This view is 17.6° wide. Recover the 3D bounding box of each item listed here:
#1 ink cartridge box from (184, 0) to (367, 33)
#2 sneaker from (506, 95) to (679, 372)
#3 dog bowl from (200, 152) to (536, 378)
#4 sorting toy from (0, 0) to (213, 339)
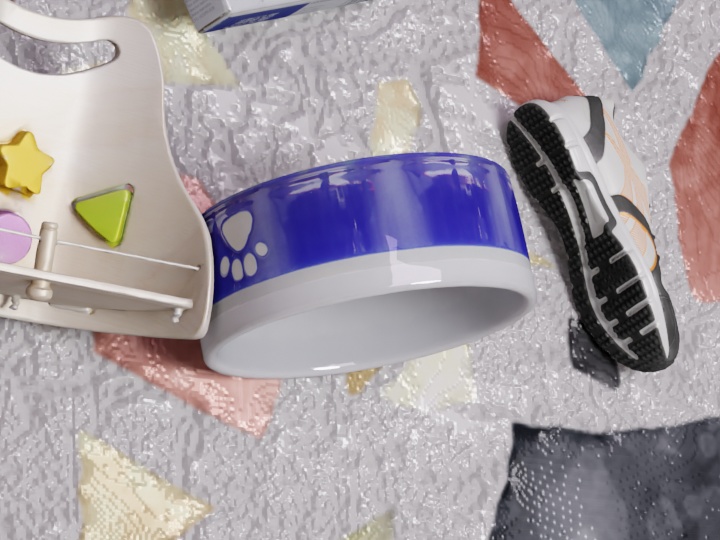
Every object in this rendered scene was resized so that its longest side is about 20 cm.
[{"bbox_3d":[-0.065,-0.260,1.481,0.196,0.043,0.201,-17,83,-48],"label":"ink cartridge box"},{"bbox_3d":[0.175,-0.030,1.569,0.080,0.074,0.201,-20,87,-38],"label":"sneaker"},{"bbox_3d":[0.000,0.000,1.363,0.199,0.200,0.080,-1,73,-34],"label":"dog bowl"},{"bbox_3d":[-0.182,-0.065,1.298,0.199,0.107,0.182,12,82,-31],"label":"sorting toy"}]
